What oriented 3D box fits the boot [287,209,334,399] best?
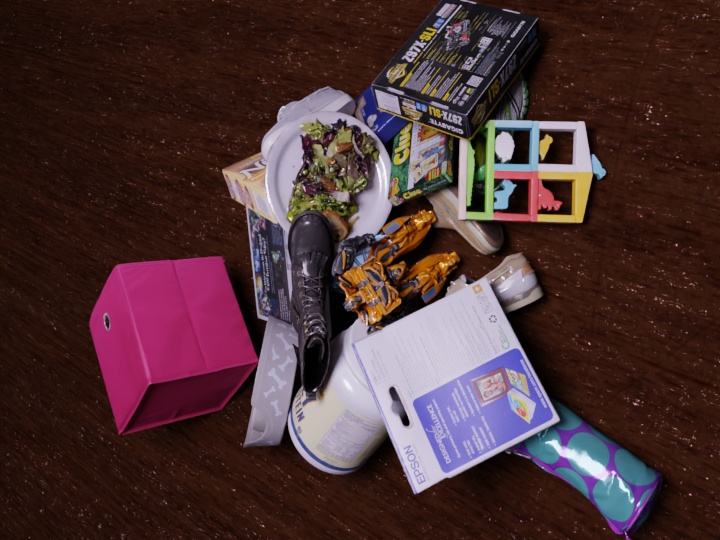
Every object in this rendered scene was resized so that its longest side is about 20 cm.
[{"bbox_3d":[-0.061,0.042,0.896,0.067,0.175,0.206,-1,116,-8],"label":"boot"}]

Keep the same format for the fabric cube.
[{"bbox_3d":[-0.314,0.121,1.119,0.196,0.196,0.204,-46,60,43],"label":"fabric cube"}]

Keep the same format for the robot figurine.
[{"bbox_3d":[0.049,-0.001,0.930,0.058,0.199,0.147,-29,95,50],"label":"robot figurine"}]

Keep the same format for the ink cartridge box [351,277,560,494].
[{"bbox_3d":[0.114,0.140,0.841,0.195,0.047,0.202,-25,69,0],"label":"ink cartridge box"}]

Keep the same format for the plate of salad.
[{"bbox_3d":[-0.039,-0.129,0.966,0.048,0.194,0.207,169,108,-73],"label":"plate of salad"}]

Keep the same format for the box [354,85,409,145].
[{"bbox_3d":[0.075,-0.286,1.039,0.198,0.032,0.123,-39,40,19],"label":"box"}]

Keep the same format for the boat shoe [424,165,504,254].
[{"bbox_3d":[0.135,-0.089,0.987,0.077,0.070,0.203,-50,51,29],"label":"boat shoe"}]

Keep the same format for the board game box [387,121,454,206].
[{"bbox_3d":[0.093,-0.196,0.995,0.103,0.023,0.205,-23,47,37],"label":"board game box"}]

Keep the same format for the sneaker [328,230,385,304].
[{"bbox_3d":[0.000,0.000,1.057,0.196,0.078,0.098,-22,83,35],"label":"sneaker"}]

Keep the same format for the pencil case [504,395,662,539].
[{"bbox_3d":[0.268,0.234,0.837,0.198,0.086,0.093,33,76,32],"label":"pencil case"}]

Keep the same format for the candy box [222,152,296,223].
[{"bbox_3d":[-0.132,-0.142,1.069,0.199,0.113,0.057,30,142,55],"label":"candy box"}]

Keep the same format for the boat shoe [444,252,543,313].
[{"bbox_3d":[0.152,0.040,0.941,0.195,0.075,0.070,-24,87,15],"label":"boat shoe"}]

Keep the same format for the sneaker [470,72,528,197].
[{"bbox_3d":[0.189,-0.212,0.954,0.076,0.084,0.207,2,83,31],"label":"sneaker"}]

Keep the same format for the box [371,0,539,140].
[{"bbox_3d":[0.133,-0.285,0.929,0.157,0.050,0.202,24,66,31],"label":"box"}]

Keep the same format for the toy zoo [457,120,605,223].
[{"bbox_3d":[0.229,-0.132,0.902,0.193,0.020,0.136,2,89,4],"label":"toy zoo"}]

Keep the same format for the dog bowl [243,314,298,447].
[{"bbox_3d":[-0.135,0.175,1.047,0.057,0.200,0.207,10,88,-7],"label":"dog bowl"}]

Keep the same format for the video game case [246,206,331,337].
[{"bbox_3d":[-0.117,-0.005,1.087,0.179,0.023,0.207,12,112,45],"label":"video game case"}]

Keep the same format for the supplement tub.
[{"bbox_3d":[-0.006,0.175,0.952,0.146,0.142,0.202,54,130,26],"label":"supplement tub"}]

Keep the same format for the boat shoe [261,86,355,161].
[{"bbox_3d":[-0.089,-0.229,1.032,0.068,0.073,0.199,35,57,19],"label":"boat shoe"}]
